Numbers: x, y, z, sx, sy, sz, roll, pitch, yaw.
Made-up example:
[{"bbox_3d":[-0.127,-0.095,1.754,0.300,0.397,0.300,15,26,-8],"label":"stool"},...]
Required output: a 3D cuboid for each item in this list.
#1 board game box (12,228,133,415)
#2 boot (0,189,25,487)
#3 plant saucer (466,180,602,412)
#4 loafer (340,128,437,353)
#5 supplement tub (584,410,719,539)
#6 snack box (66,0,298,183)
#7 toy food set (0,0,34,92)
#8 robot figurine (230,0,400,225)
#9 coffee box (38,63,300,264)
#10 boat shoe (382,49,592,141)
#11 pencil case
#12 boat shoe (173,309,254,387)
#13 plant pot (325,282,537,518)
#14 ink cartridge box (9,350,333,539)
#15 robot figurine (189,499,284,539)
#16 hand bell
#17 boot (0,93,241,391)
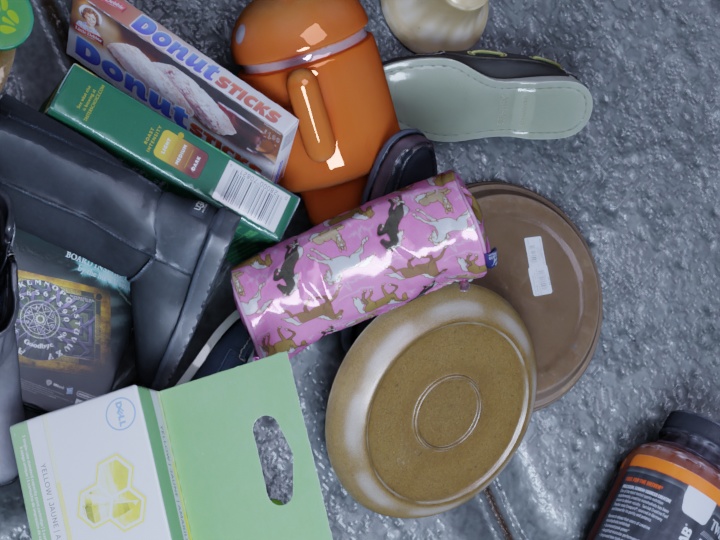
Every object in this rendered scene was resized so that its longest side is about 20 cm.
[{"bbox_3d":[-0.269,0.025,1.262,0.198,0.028,0.137,23,73,-16],"label":"board game box"},{"bbox_3d":[-0.266,0.051,1.171,0.069,0.131,0.203,-10,86,-23],"label":"boot"},{"bbox_3d":[0.123,0.021,1.420,0.198,0.029,0.203,4,79,-21],"label":"plant saucer"},{"bbox_3d":[0.036,-0.009,1.318,0.071,0.063,0.202,-11,123,-39],"label":"loafer"},{"bbox_3d":[0.248,0.219,1.395,0.106,0.107,0.201,34,71,-13],"label":"supplement tub"},{"bbox_3d":[-0.138,-0.141,1.281,0.199,0.072,0.024,35,55,9],"label":"snack box"},{"bbox_3d":[-0.352,-0.191,1.253,0.200,0.049,0.199,41,69,-11],"label":"toy food set"},{"bbox_3d":[-0.035,-0.140,1.323,0.143,0.116,0.202,-34,115,-44],"label":"robot figurine"},{"bbox_3d":[-0.153,-0.077,1.275,0.199,0.123,0.044,30,73,-13],"label":"coffee box"},{"bbox_3d":[0.095,-0.151,1.422,0.199,0.061,0.072,5,118,-17],"label":"boat shoe"},{"bbox_3d":[0.000,0.000,1.242,0.198,0.083,0.087,-22,80,2],"label":"pencil case"},{"bbox_3d":[-0.114,0.101,1.261,0.061,0.075,0.200,30,43,6],"label":"boat shoe"},{"bbox_3d":[0.064,0.110,1.333,0.198,0.027,0.203,-12,115,-27],"label":"plant pot"},{"bbox_3d":[-0.131,0.149,1.147,0.198,0.048,0.147,-19,76,15],"label":"ink cartridge box"},{"bbox_3d":[-0.125,0.249,1.232,0.198,0.116,0.177,-25,123,-19],"label":"robot figurine"},{"bbox_3d":[0.098,-0.249,1.361,0.103,0.200,0.106,3,80,-20],"label":"hand bell"},{"bbox_3d":[-0.204,-0.016,1.231,0.198,0.066,0.166,24,117,-2],"label":"boot"}]
